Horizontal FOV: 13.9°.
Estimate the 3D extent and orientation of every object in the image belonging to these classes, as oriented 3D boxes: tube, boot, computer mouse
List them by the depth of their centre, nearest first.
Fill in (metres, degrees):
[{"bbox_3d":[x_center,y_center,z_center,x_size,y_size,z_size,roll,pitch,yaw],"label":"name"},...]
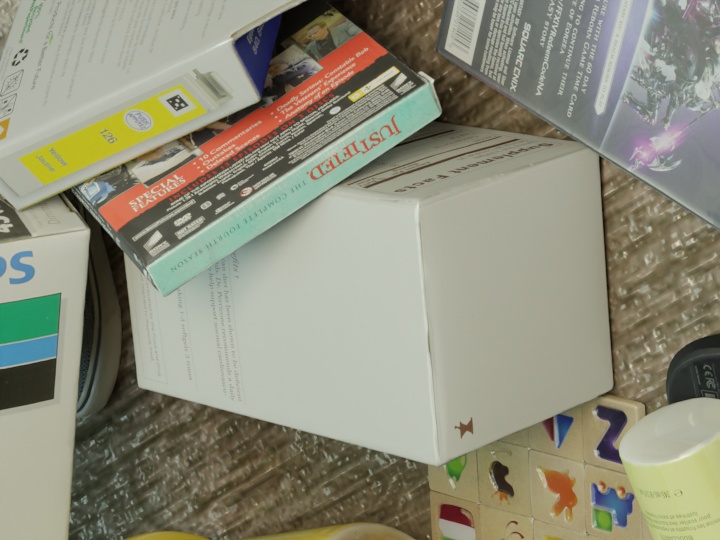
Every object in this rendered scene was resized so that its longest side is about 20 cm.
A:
[{"bbox_3d":[0.210,0.056,1.182,0.199,0.034,0.059,10,125,37],"label":"computer mouse"},{"bbox_3d":[0.165,0.150,1.229,0.058,0.052,0.201,-114,1,-69],"label":"tube"},{"bbox_3d":[-0.182,-0.012,1.528,0.072,0.090,0.201,9,110,45],"label":"boot"}]

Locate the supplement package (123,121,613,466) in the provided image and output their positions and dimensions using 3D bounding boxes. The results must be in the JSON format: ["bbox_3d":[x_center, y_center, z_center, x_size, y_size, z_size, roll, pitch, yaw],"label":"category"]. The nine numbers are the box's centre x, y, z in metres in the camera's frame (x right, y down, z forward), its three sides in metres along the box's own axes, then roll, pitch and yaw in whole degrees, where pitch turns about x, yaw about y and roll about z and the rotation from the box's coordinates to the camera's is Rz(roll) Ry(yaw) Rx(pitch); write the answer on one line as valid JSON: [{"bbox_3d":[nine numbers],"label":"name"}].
[{"bbox_3d":[0.000,0.000,1.317,0.199,0.117,0.118,12,113,45],"label":"supplement package"}]

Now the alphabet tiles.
[{"bbox_3d":[0.105,0.134,1.334,0.199,0.008,0.168,12,111,44],"label":"alphabet tiles"}]

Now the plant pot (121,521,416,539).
[{"bbox_3d":[-0.048,0.209,1.393,0.188,0.200,0.202,-25,85,37],"label":"plant pot"}]

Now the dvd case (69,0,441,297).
[{"bbox_3d":[-0.065,-0.072,1.305,0.200,0.146,0.022,43,164,55],"label":"dvd case"}]

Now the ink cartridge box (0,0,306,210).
[{"bbox_3d":[-0.069,-0.139,1.293,0.199,0.198,0.047,-19,130,32],"label":"ink cartridge box"}]

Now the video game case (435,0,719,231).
[{"bbox_3d":[0.118,-0.112,1.227,0.200,0.019,0.144,35,127,33],"label":"video game case"}]

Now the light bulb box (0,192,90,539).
[{"bbox_3d":[-0.223,0.023,1.388,0.198,0.124,0.201,50,141,46],"label":"light bulb box"}]
